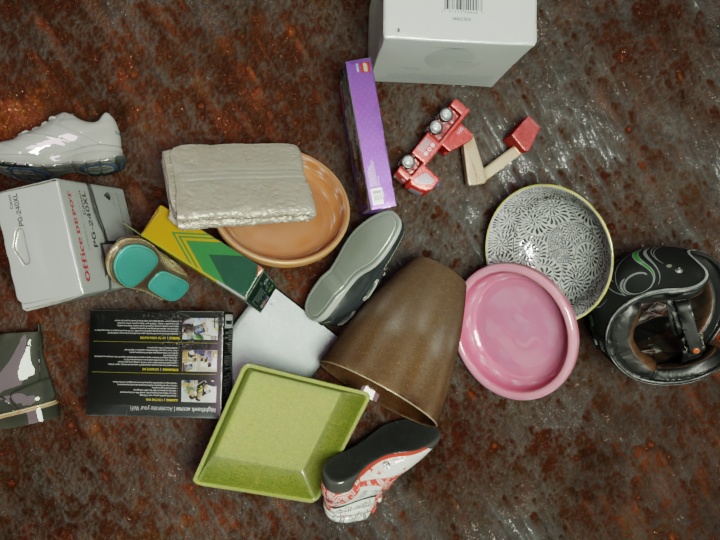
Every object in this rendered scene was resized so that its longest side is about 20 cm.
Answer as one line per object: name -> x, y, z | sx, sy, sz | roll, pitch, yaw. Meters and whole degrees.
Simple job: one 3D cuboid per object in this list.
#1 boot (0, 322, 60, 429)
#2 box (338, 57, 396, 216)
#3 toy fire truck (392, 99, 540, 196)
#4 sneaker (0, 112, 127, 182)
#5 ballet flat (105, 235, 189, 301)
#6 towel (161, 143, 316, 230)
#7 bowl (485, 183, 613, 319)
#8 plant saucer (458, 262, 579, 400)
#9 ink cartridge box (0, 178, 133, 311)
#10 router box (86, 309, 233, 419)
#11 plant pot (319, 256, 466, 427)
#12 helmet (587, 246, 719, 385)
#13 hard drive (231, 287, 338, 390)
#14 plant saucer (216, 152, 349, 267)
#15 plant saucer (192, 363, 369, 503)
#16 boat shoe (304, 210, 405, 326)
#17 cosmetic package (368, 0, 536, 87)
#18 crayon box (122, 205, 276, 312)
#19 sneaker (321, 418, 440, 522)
boot -> -0.540, 0.158, 0.965 | 0.198, 0.077, 0.140 | -9, 88, -18
box -> 0.007, -0.183, 0.971 | 0.039, 0.137, 0.202 | -10, 93, -6
toy fire truck -> 0.158, -0.178, 1.029 | 0.141, 0.049, 0.201 | 39, 88, -5
sneaker -> -0.437, -0.177, 0.972 | 0.198, 0.075, 0.088 | -6, 80, -12
ballet flat -> -0.300, -0.009, 0.923 | 0.071, 0.200, 0.065 | -44, 71, -8
towel -> -0.165, -0.116, 0.929 | 0.198, 0.035, 0.134 | -4, 57, -20
bowl -> 0.293, -0.030, 1.004 | 0.094, 0.200, 0.203 | -14, 93, -46
plant saucer -> 0.228, 0.085, 0.994 | 0.051, 0.199, 0.203 | -16, 93, -48
ink cartridge box -> -0.375, -0.036, 0.902 | 0.082, 0.200, 0.147 | -12, 93, 4
router box -> -0.285, 0.132, 0.971 | 0.198, 0.051, 0.151 | 1, 86, 5
plant pot -> 0.069, 0.089, 0.977 | 0.186, 0.187, 0.201 | 30, 74, -5
helmet -> 0.435, 0.058, 0.991 | 0.198, 0.191, 0.202 | 7, 114, 16
hard drive -> -0.145, 0.138, 1.015 | 0.139, 0.033, 0.201 | 37, 88, -5
plant saucer -> -0.115, -0.087, 0.972 | 0.198, 0.038, 0.202 | 7, 59, -11
plant saucer -> -0.115, 0.226, 0.972 | 0.198, 0.048, 0.201 | 18, 107, -26
boat shoe -> 0.000, 0.000, 0.980 | 0.060, 0.076, 0.200 | 24, 119, -44
cosmetic package -> 0.117, -0.344, 0.947 | 0.197, 0.200, 0.124 | 1, 89, -6
crayon box -> -0.217, -0.021, 0.943 | 0.199, 0.127, 0.051 | 31, 81, 6
sneaker -> 0.029, 0.302, 1.024 | 0.200, 0.067, 0.109 | -19, 129, -29
